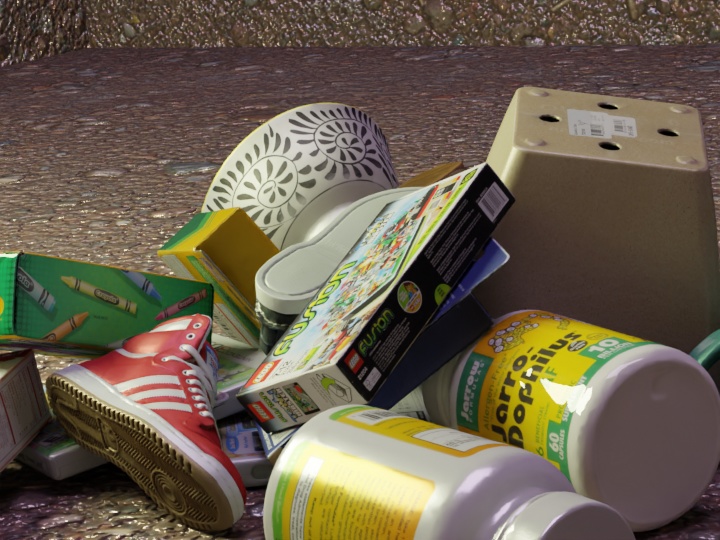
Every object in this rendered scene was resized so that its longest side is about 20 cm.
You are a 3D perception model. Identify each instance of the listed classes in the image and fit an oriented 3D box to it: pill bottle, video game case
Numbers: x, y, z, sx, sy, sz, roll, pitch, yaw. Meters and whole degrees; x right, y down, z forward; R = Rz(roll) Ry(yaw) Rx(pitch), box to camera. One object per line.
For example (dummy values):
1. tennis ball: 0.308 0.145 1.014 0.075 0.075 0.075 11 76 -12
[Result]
1. pill bottle: 0.125 0.086 1.319 0.112 0.114 0.199 -11 15 -28
2. pill bottle: 0.048 0.141 1.100 0.110 0.112 0.199 -14 15 -36
3. video game case: -0.039 0.109 1.487 0.180 0.024 0.200 -6 13 -4
4. video game case: -0.164 0.093 1.521 0.199 0.022 0.182 -20 15 -25

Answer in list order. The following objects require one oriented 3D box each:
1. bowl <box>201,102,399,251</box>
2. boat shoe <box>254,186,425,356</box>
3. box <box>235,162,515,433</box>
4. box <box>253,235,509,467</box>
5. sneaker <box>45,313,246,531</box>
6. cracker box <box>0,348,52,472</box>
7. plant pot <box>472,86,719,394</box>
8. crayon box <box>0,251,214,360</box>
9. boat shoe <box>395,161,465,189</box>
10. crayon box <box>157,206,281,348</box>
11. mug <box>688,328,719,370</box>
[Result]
1. bowl: -0.034 -0.036 1.842 0.199 0.202 0.094 -12 38 -31
2. boat shoe: 0.000 0.000 1.484 0.199 0.061 0.075 -24 44 -36
3. box: 0.011 0.017 1.358 0.110 0.035 0.200 -21 25 49
4. box: 0.017 0.051 1.375 0.200 0.032 0.121 -40 16 2
5. sneaker: -0.109 0.093 1.372 0.112 0.072 0.199 -28 37 -30
6. cracker box: -0.303 0.118 1.393 0.133 0.058 0.200 -11 13 15
7. plant pot: 0.166 -0.020 1.490 0.198 0.179 0.200 8 24 3
8. crayon box: -0.213 0.028 1.497 0.118 0.059 0.199 -2 -8 37
9. boat shoe: 0.024 -0.015 1.693 0.200 0.073 0.072 -36 17 -37
10. crayon box: -0.081 0.016 1.594 0.052 0.126 0.200 -43 10 -10
11. mug: 0.308 0.061 1.362 0.184 0.116 0.151 -13 15 -36
